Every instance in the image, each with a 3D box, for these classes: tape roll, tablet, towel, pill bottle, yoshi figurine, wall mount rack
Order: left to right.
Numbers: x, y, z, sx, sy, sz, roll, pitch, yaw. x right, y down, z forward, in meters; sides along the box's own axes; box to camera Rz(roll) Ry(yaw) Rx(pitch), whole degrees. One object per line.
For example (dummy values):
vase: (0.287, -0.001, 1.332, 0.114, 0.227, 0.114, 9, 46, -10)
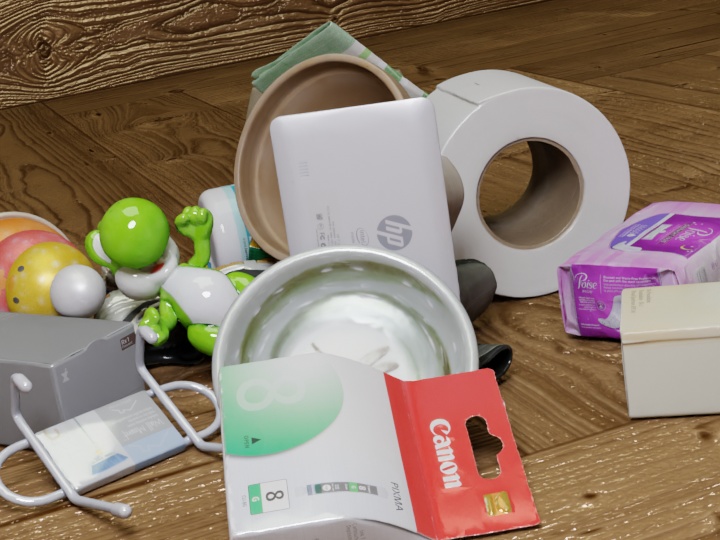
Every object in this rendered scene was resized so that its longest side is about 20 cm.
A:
wall mount rack: (-0.172, 0.127, 1.091, 0.199, 0.075, 0.174, -21, 49, -33)
yoshi figurine: (-0.154, 0.005, 1.244, 0.199, 0.113, 0.112, 30, 24, 11)
pill bottle: (-0.067, -0.050, 1.548, 0.198, 0.112, 0.111, -12, 17, -14)
towel: (0.001, -0.172, 1.498, 0.152, 0.199, 0.024, -24, 41, 48)
tablet: (0.006, -0.028, 1.126, 0.129, 0.202, 0.014, -7, 14, 8)
tape roll: (0.144, -0.088, 1.409, 0.201, 0.204, 0.139, -12, 16, -10)

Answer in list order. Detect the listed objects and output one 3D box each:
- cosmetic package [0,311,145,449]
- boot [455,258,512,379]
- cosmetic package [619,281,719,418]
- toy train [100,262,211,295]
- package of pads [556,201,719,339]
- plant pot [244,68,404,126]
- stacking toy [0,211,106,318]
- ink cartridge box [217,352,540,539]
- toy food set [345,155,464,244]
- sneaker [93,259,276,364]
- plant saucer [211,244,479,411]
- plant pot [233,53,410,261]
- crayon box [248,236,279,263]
cosmetic package: (-0.291, 0.092, 1.238, 0.199, 0.091, 0.107, 7, 22, 34)
boot: (0.080, 0.061, 1.215, 0.130, 0.068, 0.199, 18, 35, 42)
cosmetic package: (0.298, 0.055, 1.084, 0.198, 0.074, 0.104, -6, 17, 12)
toy train: (-0.200, 0.012, 1.431, 0.115, 0.085, 0.200, 2, 2, -11)
package of pads: (0.272, -0.002, 1.278, 0.120, 0.076, 0.200, 3, 20, 37)
plant pot: (-0.030, -0.143, 1.721, 0.199, 0.178, 0.199, -21, 20, -33)
stacking toy: (-0.289, 0.014, 1.332, 0.145, 0.147, 0.199, -20, 9, -34)
ink cartridge box: (0.007, 0.118, 0.975, 0.198, 0.050, 0.161, -11, 38, -1)
toy food set: (0.000, 0.000, 1.243, 0.060, 0.201, 0.143, 41, 42, 24)
sneaker: (-0.145, 0.052, 1.351, 0.199, 0.076, 0.088, -15, 36, -17)
plant saucer: (-0.011, 0.077, 1.085, 0.198, 0.050, 0.201, -1, 60, 1)
plant pot: (-0.014, -0.094, 1.360, 0.200, 0.203, 0.092, 3, -8, 35)
crayon box: (-0.032, -0.069, 1.459, 0.118, 0.058, 0.201, 13, 54, 4)
